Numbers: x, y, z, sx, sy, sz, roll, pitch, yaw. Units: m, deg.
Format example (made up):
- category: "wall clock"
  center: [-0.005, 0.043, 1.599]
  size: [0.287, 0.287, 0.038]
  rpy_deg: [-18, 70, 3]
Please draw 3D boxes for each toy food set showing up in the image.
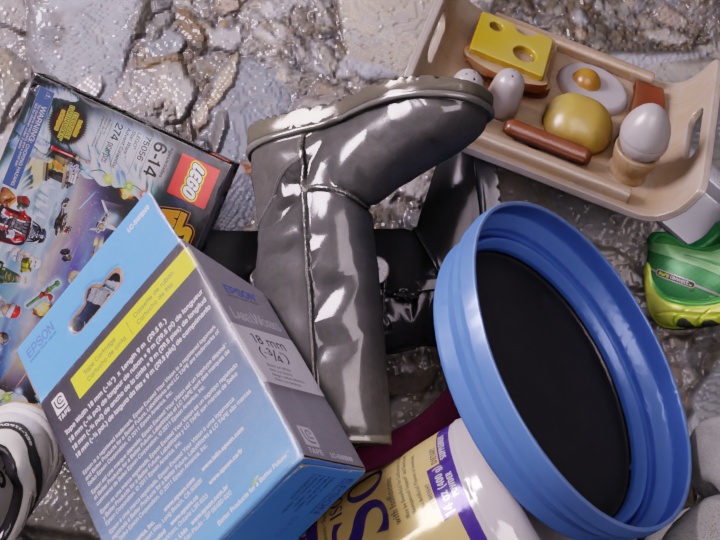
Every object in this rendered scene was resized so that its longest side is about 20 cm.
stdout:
- category: "toy food set"
  center: [0.134, -0.124, 0.858]
  size: [0.197, 0.061, 0.145]
  rpy_deg: [22, 47, 0]

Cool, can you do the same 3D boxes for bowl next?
- category: "bowl"
  center: [0.115, 0.058, 0.756]
  size: [0.039, 0.200, 0.203]
  rpy_deg: [-31, 82, 33]

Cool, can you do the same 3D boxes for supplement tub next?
- category: "supplement tub"
  center: [0.026, 0.191, 0.771]
  size: [0.199, 0.145, 0.147]
  rpy_deg: [-33, 84, 11]

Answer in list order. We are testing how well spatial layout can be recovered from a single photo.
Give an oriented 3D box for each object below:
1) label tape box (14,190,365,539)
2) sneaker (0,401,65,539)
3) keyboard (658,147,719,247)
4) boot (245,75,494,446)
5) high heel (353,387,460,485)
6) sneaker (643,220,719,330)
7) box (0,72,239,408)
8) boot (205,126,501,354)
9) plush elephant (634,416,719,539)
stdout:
- category: "label tape box"
  center: [-0.103, 0.078, 0.764]
  size: [0.144, 0.063, 0.201]
  rpy_deg: [-46, 56, 19]
- category: "sneaker"
  center: [-0.250, 0.171, 0.791]
  size: [0.075, 0.088, 0.202]
  rpy_deg: [27, 95, -1]
- category: "keyboard"
  center: [0.252, -0.027, 0.911]
  size: [0.199, 0.011, 0.056]
  rpy_deg: [41, 86, 4]
- category: "boot"
  center: [0.002, 0.000, 0.779]
  size: [0.180, 0.072, 0.203]
  rpy_deg: [-14, 66, 32]
- category: "high heel"
  center: [0.048, 0.098, 0.865]
  size: [0.197, 0.068, 0.097]
  rpy_deg: [-16, 48, 0]
- category: "sneaker"
  center: [0.280, -0.020, 0.868]
  size: [0.197, 0.074, 0.085]
  rpy_deg: [-15, 89, -1]
- category: "box"
  center: [-0.176, -0.003, 0.836]
  size: [0.135, 0.040, 0.202]
  rpy_deg: [23, 96, 0]
- category: "boot"
  center: [-0.005, -0.021, 0.870]
  size: [0.197, 0.066, 0.167]
  rpy_deg: [-7, 68, 6]
- category: "plush elephant"
  center: [0.228, 0.182, 0.799]
  size: [0.197, 0.155, 0.167]
  rpy_deg: [20, 80, -1]
